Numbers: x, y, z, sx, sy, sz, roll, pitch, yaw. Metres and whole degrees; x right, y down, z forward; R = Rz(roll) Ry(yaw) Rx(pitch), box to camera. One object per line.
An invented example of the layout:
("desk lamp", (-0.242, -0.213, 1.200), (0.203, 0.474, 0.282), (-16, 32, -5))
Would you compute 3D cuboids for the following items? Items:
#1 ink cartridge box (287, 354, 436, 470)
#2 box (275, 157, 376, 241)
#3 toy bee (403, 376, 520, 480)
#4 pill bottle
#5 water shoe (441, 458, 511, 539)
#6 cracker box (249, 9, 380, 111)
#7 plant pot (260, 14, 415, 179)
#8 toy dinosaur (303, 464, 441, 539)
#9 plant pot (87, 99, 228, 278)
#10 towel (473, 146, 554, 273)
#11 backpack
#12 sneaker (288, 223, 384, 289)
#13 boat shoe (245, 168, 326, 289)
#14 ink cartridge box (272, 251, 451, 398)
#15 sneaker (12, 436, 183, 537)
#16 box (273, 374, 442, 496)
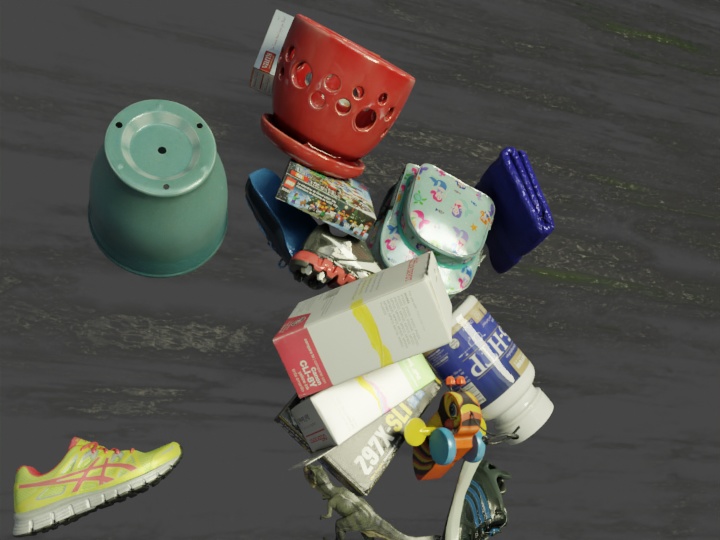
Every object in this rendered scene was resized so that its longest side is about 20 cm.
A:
("ink cartridge box", (-0.015, 0.169, 0.782), (0.198, 0.117, 0.068), (-28, 81, -27))
("box", (-0.050, -0.116, 0.906), (0.135, 0.200, 0.038), (26, 106, -12))
("toy bee", (0.133, 0.206, 0.834), (0.130, 0.199, 0.110), (21, 47, -44))
("pill bottle", (0.186, 0.150, 0.913), (0.119, 0.120, 0.201), (-39, 85, -28))
("water shoe", (0.156, 0.323, 0.813), (0.078, 0.073, 0.200), (15, 31, 14))
("cracker box", (-0.076, -0.342, 1.055), (0.197, 0.058, 0.136), (21, 64, -11))
("plant pot", (-0.042, -0.249, 0.916), (0.198, 0.201, 0.185), (26, 106, -7))
("toy dinosaur", (-0.003, 0.332, 0.797), (0.198, 0.047, 0.089), (28, 104, 9))
("plant pot", (-0.269, -0.118, 0.825), (0.196, 0.188, 0.204), (6, 67, -16))
("towel", (0.237, -0.093, 0.983), (0.049, 0.200, 0.150), (-21, 77, -13))
("backpack", (0.108, -0.049, 0.956), (0.175, 0.151, 0.203), (27, 67, -8))
("sneaker", (0.000, 0.000, 0.877), (0.198, 0.071, 0.099), (27, 69, -17))
("boat shoe", (-0.105, -0.059, 0.928), (0.083, 0.069, 0.202), (-22, 78, -34))
("ink cartridge box", (0.010, 0.062, 0.757), (0.197, 0.145, 0.085), (-22, 100, 13))
("sneaker", (-0.312, 0.235, 0.731), (0.197, 0.078, 0.092), (-16, 72, -23))
("box", (0.001, 0.186, 0.875), (0.159, 0.049, 0.200), (43, 62, -1))
